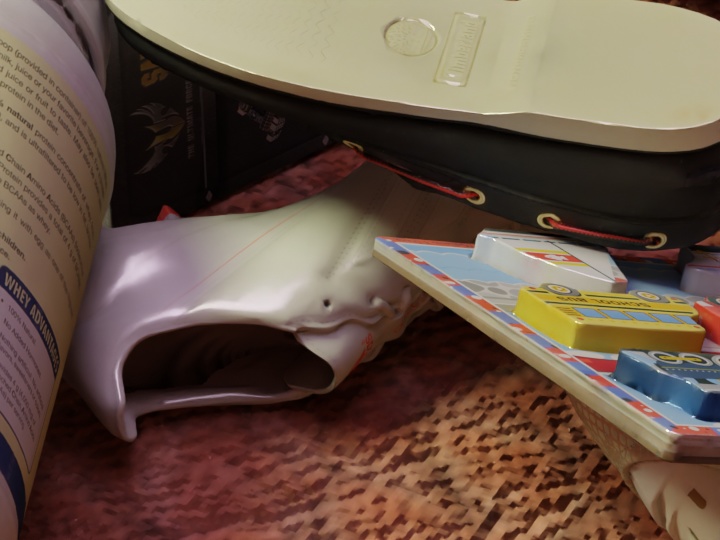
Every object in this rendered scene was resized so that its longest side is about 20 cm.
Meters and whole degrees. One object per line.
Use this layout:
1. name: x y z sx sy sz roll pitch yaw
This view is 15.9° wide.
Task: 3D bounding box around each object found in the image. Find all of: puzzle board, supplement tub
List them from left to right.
1. supplement tub: -0.150 -0.004 0.730 0.145 0.145 0.200 4 51 8
2. puzzle board: 0.123 0.020 0.724 0.200 0.017 0.151 5 18 -32

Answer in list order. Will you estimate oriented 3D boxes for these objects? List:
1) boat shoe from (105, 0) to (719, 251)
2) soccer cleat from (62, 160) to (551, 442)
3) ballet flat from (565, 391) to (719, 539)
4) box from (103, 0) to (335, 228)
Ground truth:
1. boat shoe: 0.016 -0.055 0.765 0.201 0.063 0.074 15 50 14
2. soccer cleat: 0.000 0.000 0.808 0.200 0.069 0.078 -19 48 -10
3. ballet flat: 0.131 0.074 0.713 0.200 0.067 0.062 21 67 28
4. box: -0.034 -0.122 0.846 0.158 0.200 0.048 -27 49 -25
